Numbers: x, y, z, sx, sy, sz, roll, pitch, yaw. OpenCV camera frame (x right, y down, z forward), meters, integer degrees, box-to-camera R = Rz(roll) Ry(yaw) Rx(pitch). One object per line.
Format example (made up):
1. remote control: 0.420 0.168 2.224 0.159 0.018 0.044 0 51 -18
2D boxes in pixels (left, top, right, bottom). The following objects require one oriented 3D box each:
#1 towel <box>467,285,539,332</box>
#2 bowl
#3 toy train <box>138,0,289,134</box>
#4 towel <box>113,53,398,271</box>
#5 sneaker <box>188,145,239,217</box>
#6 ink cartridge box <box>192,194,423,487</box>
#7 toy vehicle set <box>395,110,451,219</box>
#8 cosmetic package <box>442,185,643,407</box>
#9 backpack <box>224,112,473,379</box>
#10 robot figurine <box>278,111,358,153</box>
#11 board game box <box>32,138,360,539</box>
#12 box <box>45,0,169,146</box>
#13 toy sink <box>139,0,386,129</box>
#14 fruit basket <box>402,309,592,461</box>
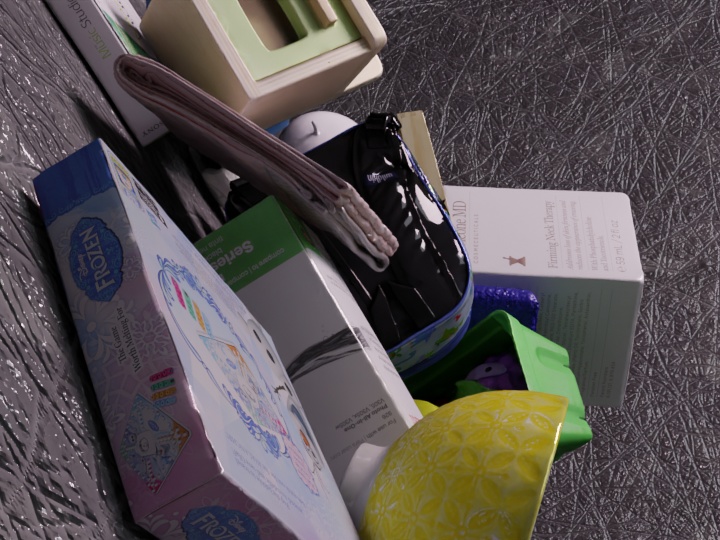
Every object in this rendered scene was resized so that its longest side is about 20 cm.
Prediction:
1. towel: 0.070 0.076 1.138 0.050 0.200 0.148 -79 169 -48
2. bowl: 0.040 0.152 0.668 0.108 0.200 0.200 16 -6 11
3. toy train: -0.137 -0.203 1.126 0.200 0.114 0.087 32 -45 19
4. towel: -0.069 -0.074 0.852 0.191 0.032 0.200 33 -3 16
5. sneaker: -0.135 -0.124 1.154 0.081 0.075 0.200 45 11 -39
6. ink cartridge box: -0.030 0.063 0.824 0.200 0.084 0.146 59 2 14
7. toy vehicle set: 0.046 -0.060 1.184 0.200 0.027 0.124 112 -33 -69
8. cosmetic package: 0.178 0.025 1.229 0.167 0.200 0.166 -82 174 -55
9. backpack: 0.000 0.000 1.018 0.200 0.183 0.147 58 -11 25
10. robot figurine: -0.051 -0.095 1.300 0.113 0.170 0.200 57 -38 25
11. board game box: -0.068 0.066 0.565 0.199 0.043 0.200 61 3 39
12. box: -0.198 -0.184 0.980 0.144 0.036 0.200 58 5 -15
13. toy sink: -0.063 -0.212 1.011 0.130 0.200 0.112 60 -31 4
14. fruit basket: 0.074 0.141 1.033 0.216 0.216 0.156 54 21 -59
